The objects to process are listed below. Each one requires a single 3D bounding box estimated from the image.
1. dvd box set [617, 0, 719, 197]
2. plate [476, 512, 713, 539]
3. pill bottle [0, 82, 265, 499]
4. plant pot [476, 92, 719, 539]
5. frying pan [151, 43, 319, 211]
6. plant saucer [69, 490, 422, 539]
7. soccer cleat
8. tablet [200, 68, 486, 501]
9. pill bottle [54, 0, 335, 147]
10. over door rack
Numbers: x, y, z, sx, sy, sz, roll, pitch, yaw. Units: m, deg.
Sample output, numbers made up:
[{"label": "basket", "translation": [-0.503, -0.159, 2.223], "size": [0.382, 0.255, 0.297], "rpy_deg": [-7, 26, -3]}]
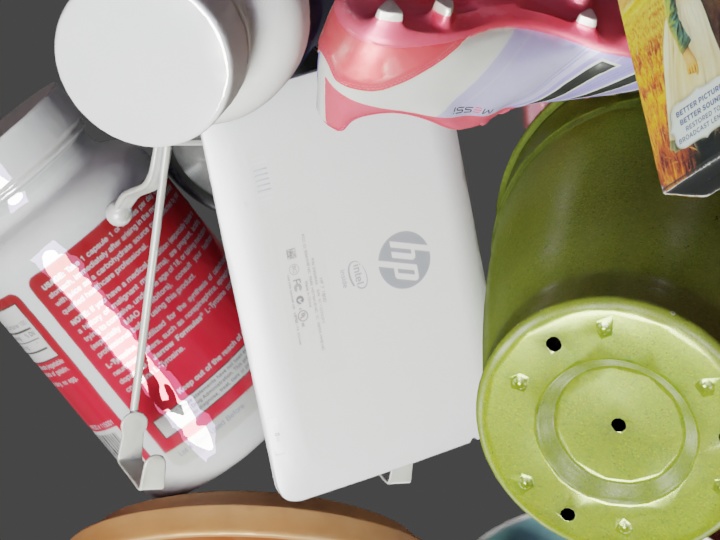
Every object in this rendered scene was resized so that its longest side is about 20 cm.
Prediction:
[{"label": "dvd box set", "translation": [0.161, -0.151, 1.235], "size": [0.146, 0.029, 0.201], "rpy_deg": [-33, 61, 50]}, {"label": "plate", "translation": [0.135, 0.204, 1.526], "size": [0.199, 0.026, 0.201], "rpy_deg": [7, 118, 14]}, {"label": "pill bottle", "translation": [-0.124, 0.009, 1.458], "size": [0.112, 0.112, 0.200], "rpy_deg": [-32, 103, 29]}, {"label": "plant pot", "translation": [0.138, 0.030, 1.336], "size": [0.200, 0.193, 0.201], "rpy_deg": [8, 119, 14]}, {"label": "frying pan", "translation": [-0.077, -0.103, 1.436], "size": [0.115, 0.031, 0.190], "rpy_deg": [-25, 109, 26]}, {"label": "plant saucer", "translation": [-0.054, 0.152, 1.495], "size": [0.199, 0.032, 0.200], "rpy_deg": [2, 157, 1]}, {"label": "soccer cleat", "translation": [0.073, -0.099, 1.330], "size": [0.199, 0.067, 0.077], "rpy_deg": [-1, 133, -24]}, {"label": "tablet", "translation": [0.000, 0.000, 1.379], "size": [0.130, 0.014, 0.201], "rpy_deg": [-18, 106, -22]}, {"label": "pill bottle", "translation": [-0.066, -0.133, 1.313], "size": [0.111, 0.200, 0.111], "rpy_deg": [8, 119, 14]}, {"label": "over door rack", "translation": [-0.047, 0.003, 1.401], "size": [0.147, 0.067, 0.201], "rpy_deg": [-1, 99, -24]}]
